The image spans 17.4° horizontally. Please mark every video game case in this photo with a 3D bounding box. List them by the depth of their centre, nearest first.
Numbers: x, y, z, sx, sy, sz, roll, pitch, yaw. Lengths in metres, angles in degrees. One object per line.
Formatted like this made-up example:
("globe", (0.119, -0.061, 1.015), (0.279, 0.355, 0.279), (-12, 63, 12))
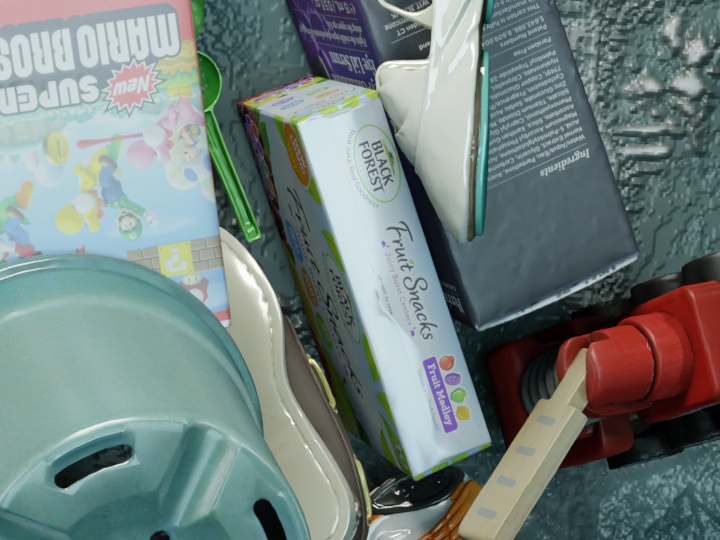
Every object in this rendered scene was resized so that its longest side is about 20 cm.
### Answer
("video game case", (-0.142, -0.060, 1.112), (0.142, 0.017, 0.202), (-10, 101, -15))

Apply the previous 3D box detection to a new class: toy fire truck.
("toy fire truck", (0.119, 0.078, 1.286), (0.199, 0.176, 0.130), (-9, 81, -29))

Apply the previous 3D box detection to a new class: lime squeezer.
("lime squeezer", (-0.093, -0.113, 1.264), (0.037, 0.071, 0.201), (-13, 124, -4))

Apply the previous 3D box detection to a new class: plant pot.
("plant pot", (-0.115, 0.109, 1.037), (0.198, 0.196, 0.202), (-3, 102, -16))

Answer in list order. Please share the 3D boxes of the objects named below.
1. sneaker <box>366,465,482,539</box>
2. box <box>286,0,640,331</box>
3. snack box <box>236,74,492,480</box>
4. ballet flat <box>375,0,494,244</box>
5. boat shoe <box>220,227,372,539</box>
("sneaker", (-0.018, 0.172, 1.337), (0.198, 0.092, 0.076), (-14, 69, 6))
("box", (0.052, -0.085, 1.282), (0.104, 0.148, 0.201), (-24, 103, -13))
("snack box", (0.000, 0.000, 1.280), (0.053, 0.142, 0.202), (-22, 103, -13))
("ballet flat", (0.038, -0.116, 1.170), (0.069, 0.069, 0.202), (4, 93, -18))
("boat shoe", (-0.052, 0.069, 1.291), (0.072, 0.059, 0.201), (-31, 71, 11))
